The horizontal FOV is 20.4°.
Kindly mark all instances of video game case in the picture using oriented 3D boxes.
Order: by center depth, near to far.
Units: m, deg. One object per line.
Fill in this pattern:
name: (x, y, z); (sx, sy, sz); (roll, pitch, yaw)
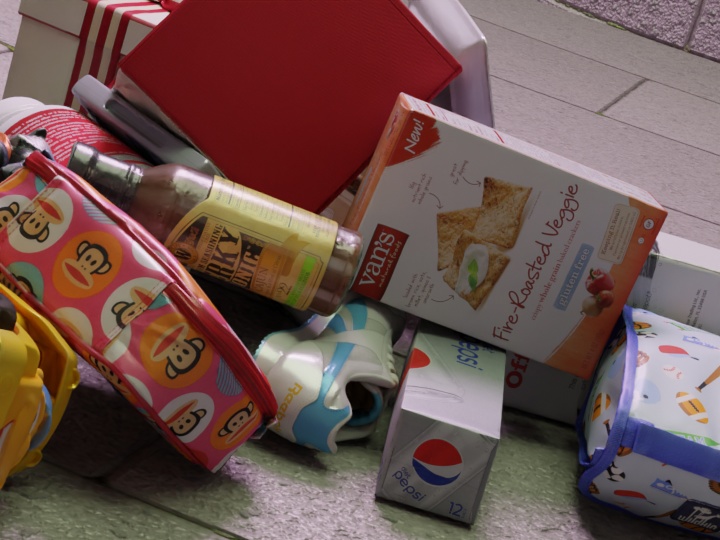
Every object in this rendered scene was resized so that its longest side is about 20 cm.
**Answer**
video game case: (-0.115, -0.046, 1.485); (0.182, 0.022, 0.200); (36, -14, 46)

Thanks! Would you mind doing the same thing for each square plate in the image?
square plate: (0.069, -0.117, 1.553); (0.028, 0.199, 0.200); (-9, 27, -8)

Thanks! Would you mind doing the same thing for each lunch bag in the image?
lunch bag: (-0.140, 0.033, 1.215); (0.200, 0.082, 0.176); (42, -10, 31)
lunch bag: (0.237, 0.115, 1.348); (0.170, 0.124, 0.200); (18, 9, 0)

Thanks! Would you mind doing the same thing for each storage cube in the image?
storage cube: (-0.064, -0.141, 1.467); (0.200, 0.180, 0.171); (45, -9, -7)

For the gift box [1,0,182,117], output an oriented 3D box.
gift box: (-0.192, -0.168, 1.713); (0.184, 0.187, 0.200); (22, 18, 14)

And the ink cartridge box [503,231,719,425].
ink cartridge box: (0.200, 0.045, 1.491); (0.199, 0.145, 0.084); (16, 16, -5)

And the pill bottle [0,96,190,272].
pill bottle: (-0.211, -0.053, 1.456); (0.112, 0.113, 0.200); (3, 22, -39)

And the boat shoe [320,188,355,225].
boat shoe: (-0.066, -0.059, 1.694); (0.074, 0.069, 0.200); (21, -5, 36)

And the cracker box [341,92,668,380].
cracker box: (0.094, -0.023, 1.389); (0.200, 0.134, 0.058); (20, 14, -12)

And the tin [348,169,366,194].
tin: (-0.038, -0.104, 1.778); (0.112, 0.042, 0.200); (18, -4, -2)

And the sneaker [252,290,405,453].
sneaker: (-0.011, 0.071, 1.348); (0.081, 0.077, 0.200); (31, 26, 14)

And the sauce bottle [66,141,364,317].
sauce bottle: (-0.099, -0.030, 1.307); (0.200, 0.065, 0.065); (20, 16, -8)

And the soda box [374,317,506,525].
soda box: (0.056, 0.095, 1.331); (0.068, 0.064, 0.200); (17, 17, 1)

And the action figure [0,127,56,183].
action figure: (-0.276, -0.058, 1.305); (0.193, 0.200, 0.105); (-18, 80, -39)

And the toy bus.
toy bus: (-0.227, 0.058, 1.105); (0.200, 0.136, 0.192); (32, 6, 34)
